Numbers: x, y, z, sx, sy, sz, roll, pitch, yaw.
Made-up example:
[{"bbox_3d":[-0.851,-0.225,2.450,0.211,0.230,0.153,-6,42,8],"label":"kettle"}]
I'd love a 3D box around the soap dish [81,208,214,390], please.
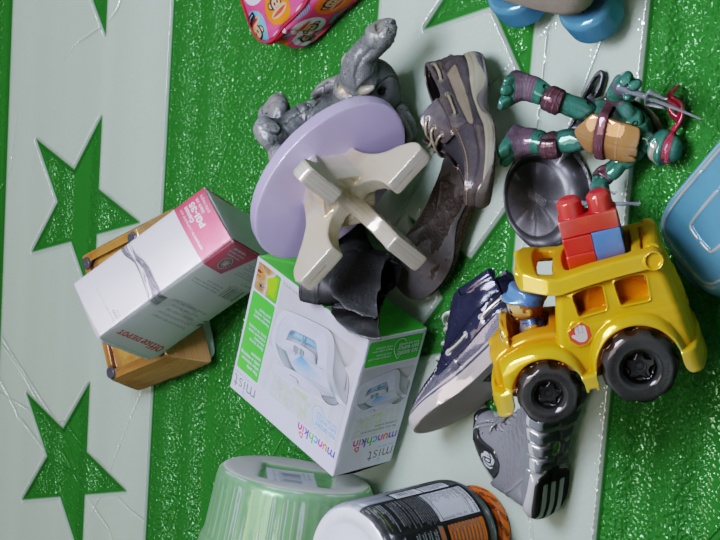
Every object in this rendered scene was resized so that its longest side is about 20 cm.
[{"bbox_3d":[-0.273,0.041,2.102,0.157,0.081,0.202,-22,80,44],"label":"soap dish"}]

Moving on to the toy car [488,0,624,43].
[{"bbox_3d":[0.182,-0.355,1.579,0.176,0.184,0.201,20,80,42],"label":"toy car"}]

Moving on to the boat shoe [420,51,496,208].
[{"bbox_3d":[0.096,-0.139,1.665,0.075,0.073,0.201,88,180,-47],"label":"boat shoe"}]

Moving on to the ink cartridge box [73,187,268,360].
[{"bbox_3d":[-0.215,0.007,1.941,0.199,0.146,0.083,-35,68,10],"label":"ink cartridge box"}]

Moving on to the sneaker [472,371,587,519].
[{"bbox_3d":[0.162,0.144,1.683,0.115,0.075,0.202,24,112,43],"label":"sneaker"}]

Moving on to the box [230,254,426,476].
[{"bbox_3d":[-0.039,0.099,1.853,0.200,0.096,0.178,37,122,38],"label":"box"}]

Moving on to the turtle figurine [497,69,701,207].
[{"bbox_3d":[0.229,-0.125,1.568,0.199,0.101,0.151,16,112,26],"label":"turtle figurine"}]

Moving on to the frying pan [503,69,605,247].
[{"bbox_3d":[0.206,-0.095,1.649,0.190,0.031,0.115,-49,63,39],"label":"frying pan"}]

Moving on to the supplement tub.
[{"bbox_3d":[0.057,0.285,1.711,0.122,0.199,0.124,4,96,44],"label":"supplement tub"}]

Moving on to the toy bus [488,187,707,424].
[{"bbox_3d":[0.198,0.023,1.511,0.199,0.136,0.193,-16,108,12],"label":"toy bus"}]

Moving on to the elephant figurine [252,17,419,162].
[{"bbox_3d":[-0.005,-0.171,1.790,0.200,0.155,0.142,-37,102,11],"label":"elephant figurine"}]

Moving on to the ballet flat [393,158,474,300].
[{"bbox_3d":[0.089,-0.055,1.762,0.067,0.046,0.201,29,122,14],"label":"ballet flat"}]

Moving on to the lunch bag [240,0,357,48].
[{"bbox_3d":[-0.063,-0.368,1.858,0.200,0.082,0.177,-38,64,39],"label":"lunch bag"}]

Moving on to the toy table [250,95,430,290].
[{"bbox_3d":[-0.017,-0.074,1.702,0.201,0.183,0.117,-57,34,14],"label":"toy table"}]

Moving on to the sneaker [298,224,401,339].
[{"bbox_3d":[0.000,-0.003,1.788,0.103,0.200,0.060,8,126,16],"label":"sneaker"}]

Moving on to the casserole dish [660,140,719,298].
[{"bbox_3d":[0.346,-0.060,1.502,0.121,0.039,0.200,56,128,25],"label":"casserole dish"}]

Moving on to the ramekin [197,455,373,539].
[{"bbox_3d":[-0.079,0.276,1.855,0.199,0.199,0.099,14,97,43],"label":"ramekin"}]

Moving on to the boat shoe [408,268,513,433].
[{"bbox_3d":[0.110,0.083,1.737,0.200,0.074,0.093,-44,57,30],"label":"boat shoe"}]
